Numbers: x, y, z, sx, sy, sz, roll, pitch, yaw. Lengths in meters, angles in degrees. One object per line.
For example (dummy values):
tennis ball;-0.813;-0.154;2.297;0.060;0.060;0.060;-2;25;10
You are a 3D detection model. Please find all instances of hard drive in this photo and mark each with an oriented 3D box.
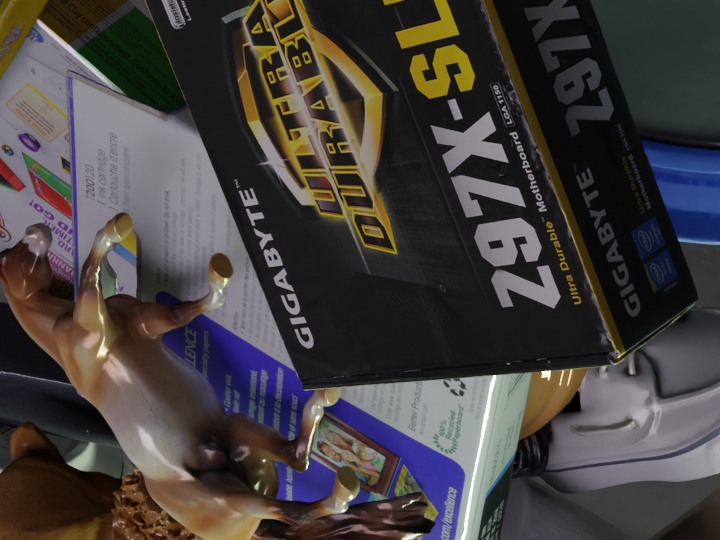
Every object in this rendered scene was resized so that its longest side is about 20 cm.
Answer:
hard drive;-0.143;0.056;1.191;0.200;0.042;0.135;10;164;3

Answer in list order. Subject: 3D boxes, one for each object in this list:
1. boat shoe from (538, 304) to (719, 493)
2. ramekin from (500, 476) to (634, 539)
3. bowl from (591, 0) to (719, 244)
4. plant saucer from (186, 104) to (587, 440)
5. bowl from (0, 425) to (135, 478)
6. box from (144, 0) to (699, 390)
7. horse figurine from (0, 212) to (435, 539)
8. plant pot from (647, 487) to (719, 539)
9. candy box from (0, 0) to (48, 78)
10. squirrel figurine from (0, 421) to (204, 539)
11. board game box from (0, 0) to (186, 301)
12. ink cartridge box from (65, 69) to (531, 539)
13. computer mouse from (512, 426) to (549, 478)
boat shoe;0.120;0.044;1.006;0.066;0.072;0.200;38;155;-17
ramekin;0.060;0.192;1.096;0.105;0.200;0.200;24;148;-10
bowl;0.126;-0.066;0.817;0.200;0.039;0.201;7;158;3
plant saucer;0.000;0.000;0.965;0.200;0.037;0.200;25;140;23
bowl;-0.195;0.119;1.282;0.201;0.201;0.094;22;122;16
box;0.008;-0.062;0.773;0.160;0.049;0.200;-8;108;48
horse figurine;-0.065;0.052;0.933;0.200;0.050;0.133;47;143;-5
plant pot;0.199;0.236;1.090;0.177;0.200;0.200;24;148;-10
candy box;-0.192;-0.117;1.035;0.102;0.026;0.200;59;143;11
squirrel figurine;-0.085;0.128;1.138;0.187;0.142;0.200;21;146;-15
board game box;-0.138;-0.055;1.111;0.153;0.040;0.200;42;146;-14
ink cartridge box;-0.026;0.022;0.943;0.200;0.043;0.198;28;141;18
computer mouse;-0.004;0.020;1.063;0.200;0.046;0.141;16;127;50
